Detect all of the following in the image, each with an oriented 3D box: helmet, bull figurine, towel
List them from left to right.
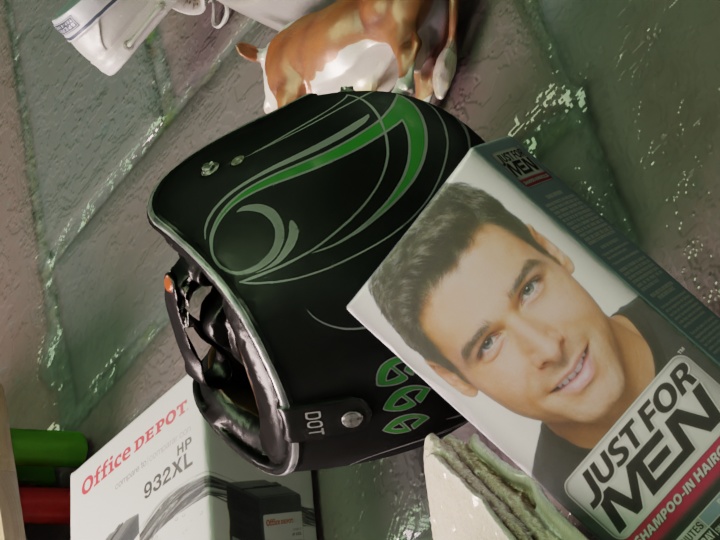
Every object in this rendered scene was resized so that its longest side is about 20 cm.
[{"bbox_3d":[-0.012,-0.122,1.281,0.200,0.065,0.122,-29,53,46],"label":"bull figurine"},{"bbox_3d":[0.000,0.000,1.077,0.191,0.200,0.200,-28,26,-21],"label":"helmet"},{"bbox_3d":[0.086,0.166,0.936,0.200,0.034,0.133,-133,28,-53],"label":"towel"}]

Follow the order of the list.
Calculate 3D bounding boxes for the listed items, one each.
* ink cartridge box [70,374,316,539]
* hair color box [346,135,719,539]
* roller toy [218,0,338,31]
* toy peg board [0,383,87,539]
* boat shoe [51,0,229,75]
[{"bbox_3d":[-0.099,0.180,1.201,0.145,0.084,0.200,-40,42,36],"label":"ink cartridge box"},{"bbox_3d":[0.103,0.043,0.916,0.200,0.061,0.099,42,111,11],"label":"hair color box"},{"bbox_3d":[-0.056,-0.263,1.357,0.200,0.140,0.183,-47,39,27],"label":"roller toy"},{"bbox_3d":[-0.261,0.205,1.432,0.200,0.098,0.199,-32,62,42],"label":"toy peg board"},{"bbox_3d":[-0.128,-0.213,1.496,0.202,0.086,0.075,-49,19,-28],"label":"boat shoe"}]
